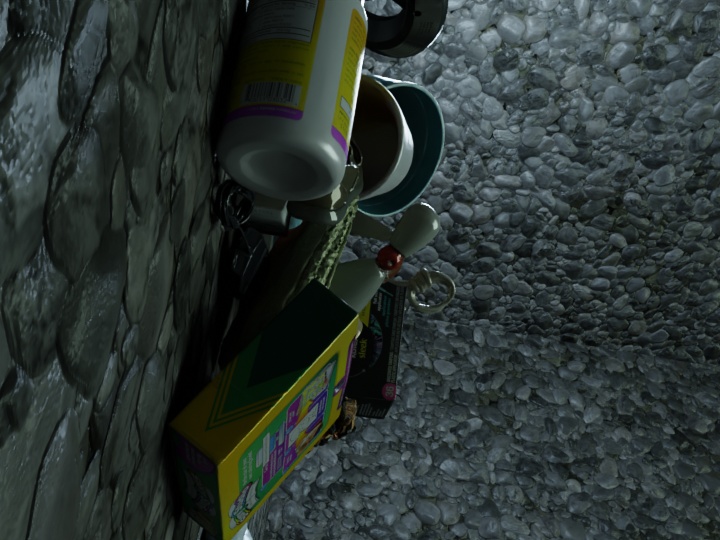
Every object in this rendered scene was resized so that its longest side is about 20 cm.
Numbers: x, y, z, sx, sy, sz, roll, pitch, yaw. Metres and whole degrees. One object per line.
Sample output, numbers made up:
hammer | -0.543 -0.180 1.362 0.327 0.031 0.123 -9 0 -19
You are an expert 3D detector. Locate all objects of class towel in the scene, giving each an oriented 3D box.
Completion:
towel | -0.076 0.010 0.867 0.148 0.036 0.202 -32 -153 43

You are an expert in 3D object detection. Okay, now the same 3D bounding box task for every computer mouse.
computer mouse | -0.114 -0.027 0.758 0.201 0.034 0.059 91 23 -64

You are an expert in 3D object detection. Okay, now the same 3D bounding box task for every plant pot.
plant pot | -0.004 -0.211 1.283 0.187 0.197 0.204 35 -57 45

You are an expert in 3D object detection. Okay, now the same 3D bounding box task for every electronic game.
electronic game | -0.001 -0.278 0.736 0.042 0.199 0.201 -42 165 -22

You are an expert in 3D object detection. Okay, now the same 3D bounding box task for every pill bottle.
pill bottle | -0.050 -0.168 0.681 0.105 0.102 0.204 103 -4 -67

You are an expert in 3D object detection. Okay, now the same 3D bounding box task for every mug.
mug | 0.006 -0.174 1.049 0.153 0.147 0.190 -2 110 -73

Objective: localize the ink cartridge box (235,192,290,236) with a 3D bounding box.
ink cartridge box | -0.092 -0.097 0.883 0.200 0.049 0.111 105 -7 -81

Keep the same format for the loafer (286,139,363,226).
loafer | -0.028 -0.109 0.840 0.201 0.074 0.071 -86 -171 -65

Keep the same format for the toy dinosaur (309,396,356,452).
toy dinosaur | -0.084 0.175 0.930 0.200 0.134 0.103 -49 -148 35

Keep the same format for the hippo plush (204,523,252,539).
hippo plush | -0.111 0.361 0.983 0.201 0.158 0.162 102 -3 -59

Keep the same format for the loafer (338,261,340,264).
loafer | -0.068 0.006 1.162 0.199 0.062 0.073 -12 -119 62

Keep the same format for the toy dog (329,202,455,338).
toy dog | 0.000 0.000 0.946 0.097 0.197 0.134 -120 -171 -65

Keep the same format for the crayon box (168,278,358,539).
crayon box | -0.083 0.130 0.731 0.172 0.058 0.201 -44 161 -30

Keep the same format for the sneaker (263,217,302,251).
sneaker | -0.091 -0.042 1.095 0.201 0.080 0.075 103 -3 -53

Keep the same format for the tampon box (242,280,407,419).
tampon box | -0.052 0.089 1.039 0.127 0.196 0.153 103 -6 -69
